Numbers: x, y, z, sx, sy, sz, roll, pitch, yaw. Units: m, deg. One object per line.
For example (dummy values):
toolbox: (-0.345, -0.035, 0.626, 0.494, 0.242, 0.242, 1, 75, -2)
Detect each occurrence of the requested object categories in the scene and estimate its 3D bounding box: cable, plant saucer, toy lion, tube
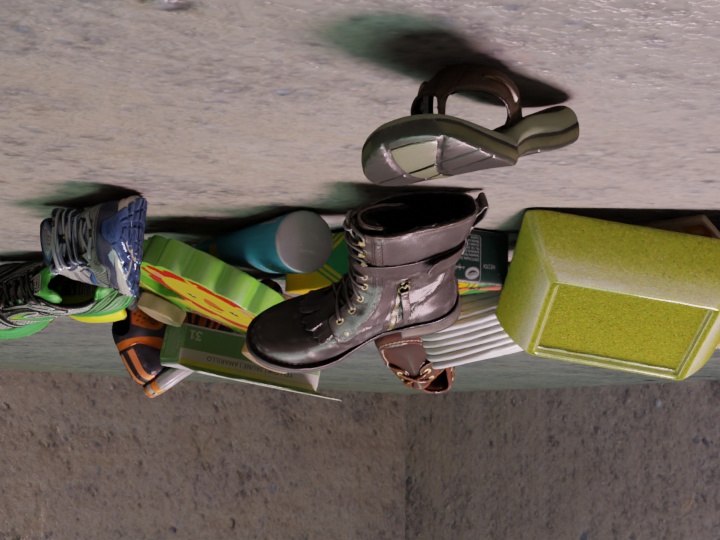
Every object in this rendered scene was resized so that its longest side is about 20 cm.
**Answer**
cable: (0.152, 0.039, 1.655, 0.199, 0.070, 0.199, -13, 180, 36)
plant saucer: (0.220, 0.032, 1.456, 0.199, 0.048, 0.200, 9, 152, 1)
toy lion: (-0.140, 0.015, 1.538, 0.199, 0.069, 0.192, 21, 168, 27)
tube: (-0.083, -0.019, 1.483, 0.077, 0.051, 0.200, 15, 172, -21)

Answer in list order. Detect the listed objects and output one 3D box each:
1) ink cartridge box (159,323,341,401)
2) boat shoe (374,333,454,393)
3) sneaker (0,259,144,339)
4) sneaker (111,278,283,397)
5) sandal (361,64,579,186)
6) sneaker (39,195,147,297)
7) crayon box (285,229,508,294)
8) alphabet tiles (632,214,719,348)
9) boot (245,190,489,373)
ink cartridge box: (-0.106, 0.087, 1.679, 0.145, 0.048, 0.200, 12, 174, -16)
boat shoe: (0.063, 0.089, 1.807, 0.070, 0.071, 0.200, -6, 169, 18)
sneaker: (-0.320, 0.016, 1.711, 0.199, 0.079, 0.085, -10, 164, 11)
sneaker: (-0.175, 0.036, 1.814, 0.200, 0.112, 0.077, -36, -177, -37)
sandal: (0.057, -0.082, 0.935, 0.079, 0.058, 0.201, -9, -176, 26)
sneaker: (-0.216, -0.017, 1.383, 0.085, 0.078, 0.200, 6, 172, -8)
crayon box: (0.021, -0.004, 1.552, 0.126, 0.051, 0.199, 6, 172, -37)
alphabet tiles: (0.287, 0.014, 1.481, 0.166, 0.006, 0.199, 45, 150, -27)
boot: (0.000, 0.000, 1.354, 0.199, 0.070, 0.174, -16, 153, -6)
